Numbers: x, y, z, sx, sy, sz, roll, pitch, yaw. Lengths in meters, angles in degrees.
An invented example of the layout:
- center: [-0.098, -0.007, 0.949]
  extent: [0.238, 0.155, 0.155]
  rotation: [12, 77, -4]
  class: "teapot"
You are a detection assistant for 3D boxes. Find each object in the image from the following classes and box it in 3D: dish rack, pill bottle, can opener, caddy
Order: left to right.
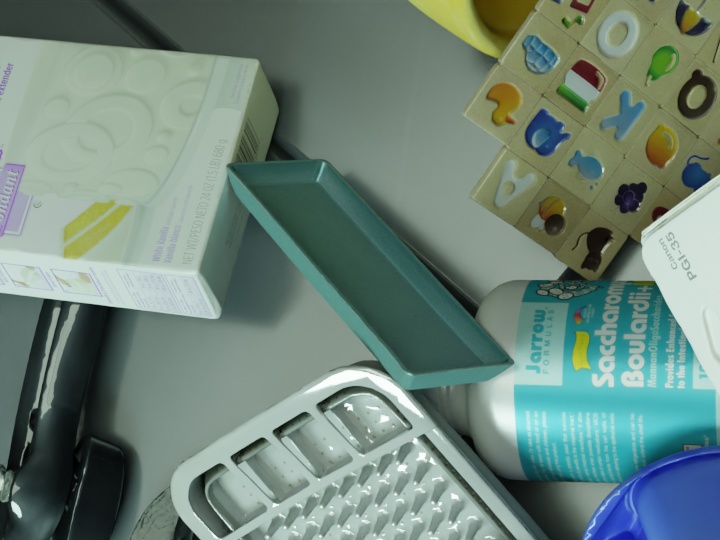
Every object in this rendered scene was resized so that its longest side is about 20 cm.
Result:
- center: [-0.180, 0.075, 1.243]
  extent: [0.063, 0.079, 0.200]
  rotation: [-3, 78, 51]
  class: "can opener"
- center: [0.013, 0.143, 1.137]
  extent: [0.172, 0.044, 0.200]
  rotation: [-33, 104, 32]
  class: "dish rack"
- center: [0.131, 0.060, 1.128]
  extent: [0.200, 0.111, 0.111]
  rotation: [0, 85, 14]
  class: "pill bottle"
- center: [0.212, 0.169, 1.076]
  extent: [0.200, 0.105, 0.141]
  rotation: [19, 120, -12]
  class: "caddy"

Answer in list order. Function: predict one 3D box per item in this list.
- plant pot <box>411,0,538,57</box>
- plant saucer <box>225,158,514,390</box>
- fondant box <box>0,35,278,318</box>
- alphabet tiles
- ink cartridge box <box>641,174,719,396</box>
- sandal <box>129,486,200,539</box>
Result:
- center: [0.059, -0.246, 1.136]
  extent: [0.189, 0.201, 0.201]
  rotation: [38, 95, 31]
  class: "plant pot"
- center: [0.000, 0.000, 1.124]
  extent: [0.200, 0.070, 0.019]
  rotation: [49, 131, 40]
  class: "plant saucer"
- center: [-0.163, -0.058, 1.219]
  extent: [0.200, 0.058, 0.144]
  rotation: [6, 63, 16]
  class: "fondant box"
- center: [0.150, -0.098, 1.131]
  extent: [0.200, 0.166, 0.006]
  rotation: [-55, 31, 4]
  class: "alphabet tiles"
- center: [0.261, 0.003, 1.053]
  extent: [0.083, 0.200, 0.147]
  rotation: [-42, 73, 51]
  class: "ink cartridge box"
- center: [-0.058, 0.133, 1.203]
  extent: [0.200, 0.048, 0.075]
  rotation: [-32, 78, 9]
  class: "sandal"
